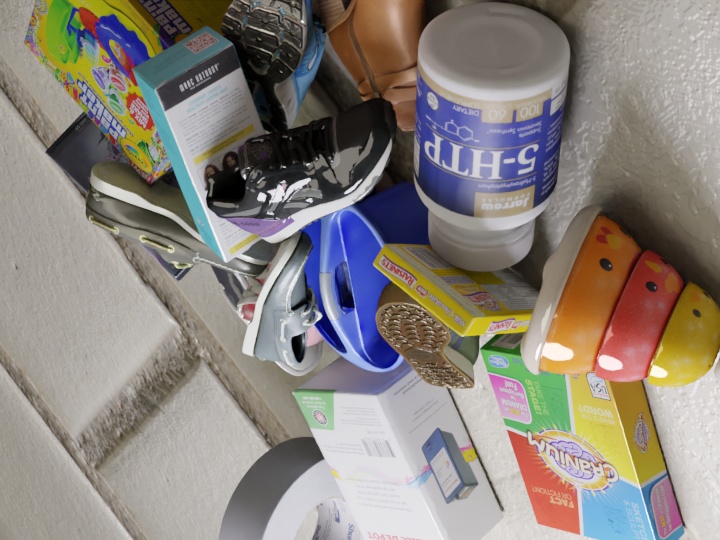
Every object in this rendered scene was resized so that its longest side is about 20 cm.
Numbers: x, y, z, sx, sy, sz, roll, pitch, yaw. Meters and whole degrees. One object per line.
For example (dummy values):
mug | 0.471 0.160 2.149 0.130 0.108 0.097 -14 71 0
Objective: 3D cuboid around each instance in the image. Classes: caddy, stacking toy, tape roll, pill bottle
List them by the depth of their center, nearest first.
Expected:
stacking toy | 0.241 0.045 1.397 0.199 0.146 0.147 21 138 11
pill bottle | 0.103 -0.103 1.405 0.119 0.120 0.201 31 140 30
caddy | 0.000 0.000 1.631 0.141 0.105 0.201 20 133 39
tape roll | -0.059 0.284 1.869 0.066 0.200 0.201 16 131 42

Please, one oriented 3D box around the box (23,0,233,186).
box | -0.199 -0.226 1.662 0.200 0.122 0.193 47 147 9

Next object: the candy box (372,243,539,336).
candy box | 0.095 0.016 1.473 0.102 0.200 0.026 41 107 22

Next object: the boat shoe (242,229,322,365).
boat shoe | -0.062 0.027 1.619 0.062 0.073 0.200 24 146 1

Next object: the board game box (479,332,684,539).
board game box | 0.202 0.154 1.582 0.153 0.040 0.201 7 125 48

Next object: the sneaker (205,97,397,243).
sneaker | -0.055 -0.088 1.478 0.200 0.087 0.076 -35 49 39

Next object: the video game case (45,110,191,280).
video game case | -0.205 -0.107 1.766 0.200 0.143 0.019 43 176 15

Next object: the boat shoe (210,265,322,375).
boat shoe | -0.107 0.020 1.810 0.200 0.074 0.060 58 157 -19

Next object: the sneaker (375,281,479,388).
sneaker | 0.065 0.031 1.547 0.067 0.090 0.200 3 156 20

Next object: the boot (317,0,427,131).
boot | 0.037 -0.191 1.439 0.200 0.077 0.156 -7 110 57

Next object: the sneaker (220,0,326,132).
sneaker | -0.071 -0.209 1.542 0.078 0.090 0.200 28 153 7

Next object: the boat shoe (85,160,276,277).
boat shoe | -0.178 -0.040 1.703 0.201 0.072 0.061 25 119 8

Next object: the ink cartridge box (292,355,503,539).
ink cartridge box | 0.038 0.189 1.770 0.145 0.087 0.201 -4 115 52

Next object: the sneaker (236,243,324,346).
sneaker | -0.077 -0.004 1.726 0.075 0.104 0.201 19 132 43

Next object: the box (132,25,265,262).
box | -0.128 -0.110 1.550 0.049 0.082 0.201 39 155 47
